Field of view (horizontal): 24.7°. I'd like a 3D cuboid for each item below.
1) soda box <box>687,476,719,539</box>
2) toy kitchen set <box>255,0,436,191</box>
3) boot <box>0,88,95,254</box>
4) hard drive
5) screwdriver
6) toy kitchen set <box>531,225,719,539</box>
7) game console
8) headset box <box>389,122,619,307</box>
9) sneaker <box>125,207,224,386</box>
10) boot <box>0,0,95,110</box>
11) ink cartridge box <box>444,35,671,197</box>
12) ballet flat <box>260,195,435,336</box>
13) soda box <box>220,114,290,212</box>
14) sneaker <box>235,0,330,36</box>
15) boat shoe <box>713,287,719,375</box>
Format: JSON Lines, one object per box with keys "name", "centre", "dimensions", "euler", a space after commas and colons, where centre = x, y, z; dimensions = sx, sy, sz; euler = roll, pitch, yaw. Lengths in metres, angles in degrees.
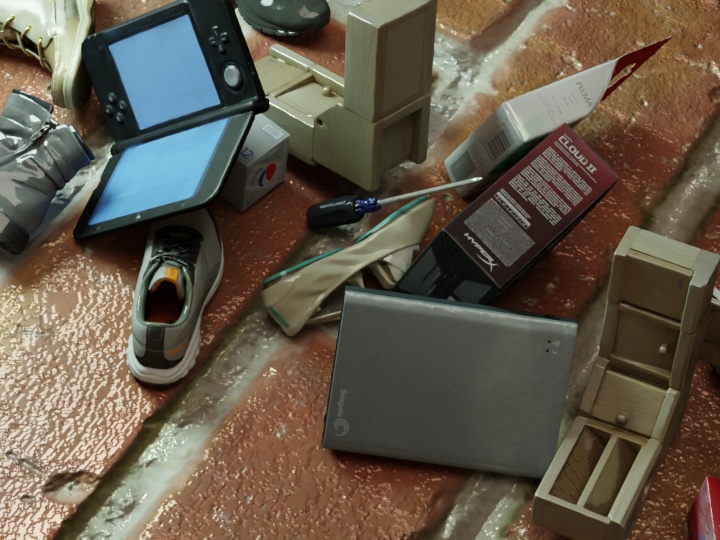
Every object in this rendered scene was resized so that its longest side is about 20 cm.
{"name": "soda box", "centre": [0.311, 0.269, 1.332], "dimensions": [0.063, 0.070, 0.200], "euler": [4, 52, -4]}
{"name": "toy kitchen set", "centre": [-0.005, -0.216, 1.574], "dimensions": [0.200, 0.181, 0.163], "euler": [30, 46, 31]}
{"name": "boot", "centre": [-0.352, -0.116, 1.518], "dimensions": [0.200, 0.070, 0.132], "euler": [33, 80, 5]}
{"name": "hard drive", "centre": [0.074, 0.095, 1.402], "dimensions": [0.199, 0.140, 0.033], "euler": [8, 12, -2]}
{"name": "screwdriver", "centre": [0.028, -0.063, 1.505], "dimensions": [0.200, 0.028, 0.029], "euler": [-9, 22, 42]}
{"name": "toy kitchen set", "centre": [0.256, 0.111, 1.344], "dimensions": [0.163, 0.200, 0.181], "euler": [20, 47, 19]}
{"name": "game console", "centre": [-0.193, -0.140, 1.489], "dimensions": [0.116, 0.200, 0.176], "euler": [-31, 104, -48]}
{"name": "headset box", "centre": [0.133, -0.034, 1.487], "dimensions": [0.077, 0.149, 0.200], "euler": [46, 59, 5]}
{"name": "sneaker", "centre": [-0.163, 0.004, 1.469], "dimensions": [0.074, 0.079, 0.201], "euler": [6, 50, -1]}
{"name": "boot", "centre": [-0.342, -0.234, 1.635], "dimensions": [0.154, 0.072, 0.200], "euler": [1, 47, -8]}
{"name": "ink cartridge box", "centre": [0.196, -0.145, 1.581], "dimensions": [0.200, 0.161, 0.050], "euler": [-21, 81, -22]}
{"name": "ballet flat", "centre": [0.000, 0.000, 1.512], "dimensions": [0.200, 0.070, 0.069], "euler": [-29, 61, -24]}
{"name": "soda box", "centre": [-0.162, -0.147, 1.593], "dimensions": [0.200, 0.068, 0.063], "euler": [37, 55, 20]}
{"name": "sneaker", "centre": [-0.110, -0.320, 1.722], "dimensions": [0.200, 0.091, 0.076], "euler": [39, 55, 19]}
{"name": "boat shoe", "centre": [0.350, 0.084, 1.484], "dimensions": [0.060, 0.076, 0.200], "euler": [-45, 45, 8]}
